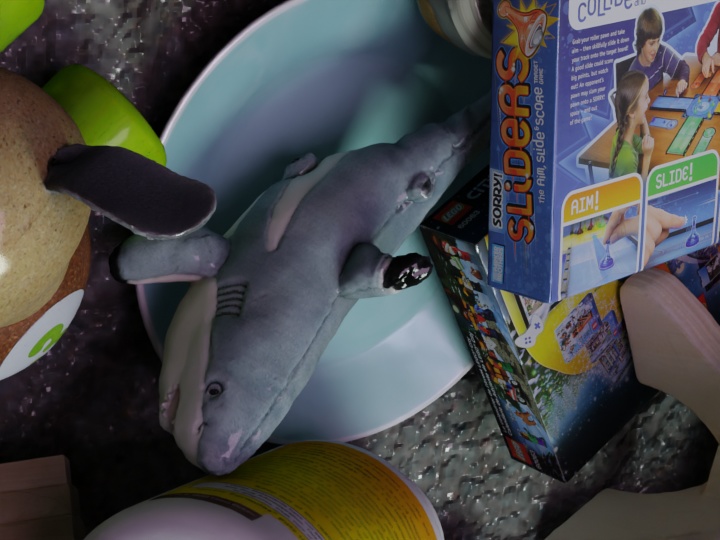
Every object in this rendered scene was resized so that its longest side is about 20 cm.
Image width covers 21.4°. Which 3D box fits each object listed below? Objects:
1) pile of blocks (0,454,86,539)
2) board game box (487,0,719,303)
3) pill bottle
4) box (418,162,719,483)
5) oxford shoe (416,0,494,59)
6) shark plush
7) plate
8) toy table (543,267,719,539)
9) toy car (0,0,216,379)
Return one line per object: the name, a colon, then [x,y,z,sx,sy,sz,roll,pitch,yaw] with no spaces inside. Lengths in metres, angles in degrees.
pile of blocks: [-0.188,0.141,0.738,0.199,0.082,0.062,-33,166,-7]
board game box: [0.129,-0.076,0.776,0.199,0.034,0.137,-16,114,-43]
pill bottle: [-0.032,0.128,0.745,0.200,0.108,0.110,-11,121,-69]
box: [0.125,-0.022,0.853,0.200,0.038,0.137,-40,127,-24]
oxford shoe: [0.079,-0.169,0.778,0.075,0.058,0.201,40,68,-27]
shark plush: [0.000,0.000,0.745,0.199,0.083,0.091,-32,122,-18]
plate: [-0.008,-0.024,0.798,0.199,0.026,0.202,-12,114,-29]
toy table: [0.174,0.092,0.820,0.199,0.117,0.186,-20,111,-40]
toy car: [-0.124,-0.010,0.615,0.164,0.199,0.158,-45,125,-14]
